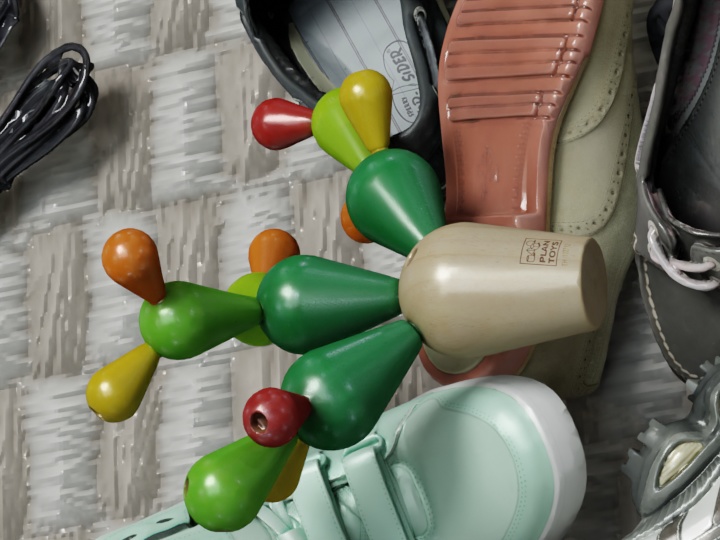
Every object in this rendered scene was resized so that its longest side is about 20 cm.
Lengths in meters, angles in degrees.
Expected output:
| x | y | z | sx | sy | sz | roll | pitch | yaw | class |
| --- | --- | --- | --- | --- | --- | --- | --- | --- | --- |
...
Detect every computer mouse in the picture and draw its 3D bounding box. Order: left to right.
| x | y | z | sx | sy | sz | roll | pitch | yaw | class |
| --- | --- | --- | --- | --- | --- | --- | --- | --- | --- |
| -0.195 | -0.094 | 1.251 | 0.140 | 0.046 | 0.200 | -46 | 66 | 15 | computer mouse |

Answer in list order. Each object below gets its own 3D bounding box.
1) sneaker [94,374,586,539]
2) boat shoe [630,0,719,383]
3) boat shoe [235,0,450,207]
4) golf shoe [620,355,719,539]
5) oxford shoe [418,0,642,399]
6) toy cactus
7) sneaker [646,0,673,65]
| x | y | z | sx | sy | sz | roll | pitch | yaw | class |
| --- | --- | --- | --- | --- | --- | --- | --- | --- | --- |
| -0.019 | 0.099 | 1.031 | 0.200 | 0.118 | 0.074 | -28 | 83 | 39 | sneaker |
| 0.120 | -0.046 | 1.012 | 0.067 | 0.057 | 0.201 | 26 | 121 | 34 | boat shoe |
| -0.015 | -0.108 | 1.143 | 0.074 | 0.066 | 0.200 | -34 | 63 | 17 | boat shoe |
| 0.106 | 0.128 | 1.012 | 0.094 | 0.078 | 0.200 | 38 | 97 | 30 | golf shoe |
| 0.072 | -0.051 | 1.082 | 0.071 | 0.074 | 0.201 | 11 | 86 | 51 | oxford shoe |
| 0.000 | 0.000 | 1.009 | 0.164 | 0.103 | 0.200 | -4 | 34 | 21 | toy cactus |
| 0.196 | -0.084 | 1.039 | 0.199 | 0.072 | 0.083 | 4 | 34 | 41 | sneaker |
